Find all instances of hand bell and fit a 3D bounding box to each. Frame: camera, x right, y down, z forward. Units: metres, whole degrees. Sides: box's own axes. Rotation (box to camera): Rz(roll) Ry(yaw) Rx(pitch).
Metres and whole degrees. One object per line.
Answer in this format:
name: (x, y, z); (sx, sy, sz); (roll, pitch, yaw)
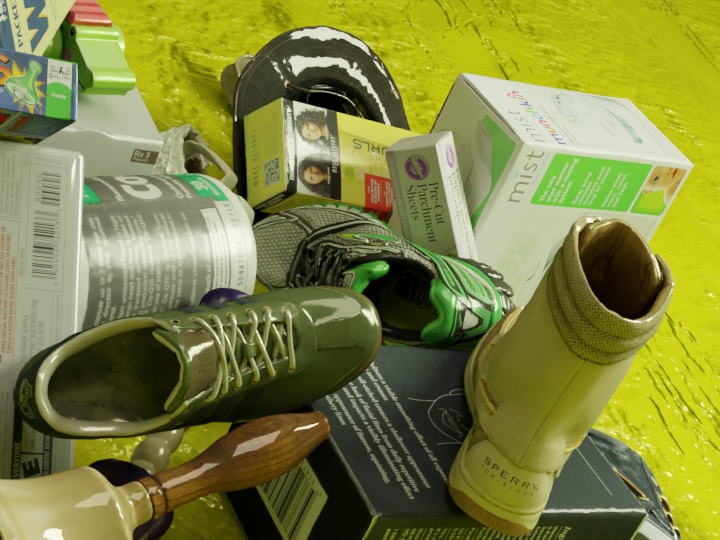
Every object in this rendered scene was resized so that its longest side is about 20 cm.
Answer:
hand bell: (-0.098, 0.110, 0.785); (0.199, 0.105, 0.104); (-21, 51, -32)

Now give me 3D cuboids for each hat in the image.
hat: (-0.047, -0.091, 1.241); (0.200, 0.081, 0.202); (12, 73, -41)

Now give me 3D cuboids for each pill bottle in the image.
pill bottle: (-0.170, -0.001, 0.966); (0.199, 0.114, 0.113); (-6, 42, -47)

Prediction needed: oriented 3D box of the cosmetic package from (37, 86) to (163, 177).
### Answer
cosmetic package: (-0.230, -0.123, 1.162); (0.112, 0.081, 0.200); (9, 33, -29)

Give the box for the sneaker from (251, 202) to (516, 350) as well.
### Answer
sneaker: (0.000, 0.000, 1.024); (0.199, 0.079, 0.085); (15, 4, 33)

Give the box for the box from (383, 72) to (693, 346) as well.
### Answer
box: (0.117, -0.032, 1.172); (0.176, 0.201, 0.097); (3, 35, -38)

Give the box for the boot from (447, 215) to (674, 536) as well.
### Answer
boot: (0.113, 0.034, 0.872); (0.072, 0.156, 0.200); (27, 28, 2)

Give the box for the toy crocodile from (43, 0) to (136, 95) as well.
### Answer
toy crocodile: (-0.216, -0.190, 1.134); (0.067, 0.062, 0.200); (1, 37, -36)

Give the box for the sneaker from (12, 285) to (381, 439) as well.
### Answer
sneaker: (-0.081, 0.051, 0.811); (0.199, 0.068, 0.090); (-11, -2, -8)

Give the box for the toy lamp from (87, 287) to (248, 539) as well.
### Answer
toy lamp: (-0.108, 0.090, 0.890); (0.058, 0.058, 0.200); (27, 45, 1)

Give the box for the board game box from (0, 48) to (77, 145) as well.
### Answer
board game box: (-0.261, -0.085, 0.881); (0.135, 0.199, 0.035); (7, 77, -35)

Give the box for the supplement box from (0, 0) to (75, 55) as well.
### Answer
supplement box: (-0.302, -0.199, 0.991); (0.198, 0.135, 0.200); (-3, 30, 5)

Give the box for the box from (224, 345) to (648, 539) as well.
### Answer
box: (0.038, 0.130, 0.928); (0.199, 0.108, 0.149); (5, 34, -33)

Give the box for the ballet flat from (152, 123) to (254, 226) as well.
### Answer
ballet flat: (-0.113, -0.045, 1.124); (0.071, 0.072, 0.200); (8, 32, -31)

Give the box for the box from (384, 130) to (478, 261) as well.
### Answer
box: (0.060, 0.007, 1.079); (0.041, 0.201, 0.039); (-6, 17, 22)

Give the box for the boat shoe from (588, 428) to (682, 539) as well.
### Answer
boat shoe: (0.181, 0.170, 1.018); (0.091, 0.071, 0.200); (-14, 45, -46)

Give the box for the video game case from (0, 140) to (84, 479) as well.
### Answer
video game case: (-0.235, 0.025, 0.825); (0.181, 0.202, 0.023); (7, -11, -33)

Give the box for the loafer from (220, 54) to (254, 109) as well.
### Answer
loafer: (-0.037, -0.134, 1.355); (0.200, 0.069, 0.075); (38, 30, 21)

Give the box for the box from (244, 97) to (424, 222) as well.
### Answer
box: (0.004, -0.071, 1.192); (0.199, 0.050, 0.076); (12, 69, -40)
